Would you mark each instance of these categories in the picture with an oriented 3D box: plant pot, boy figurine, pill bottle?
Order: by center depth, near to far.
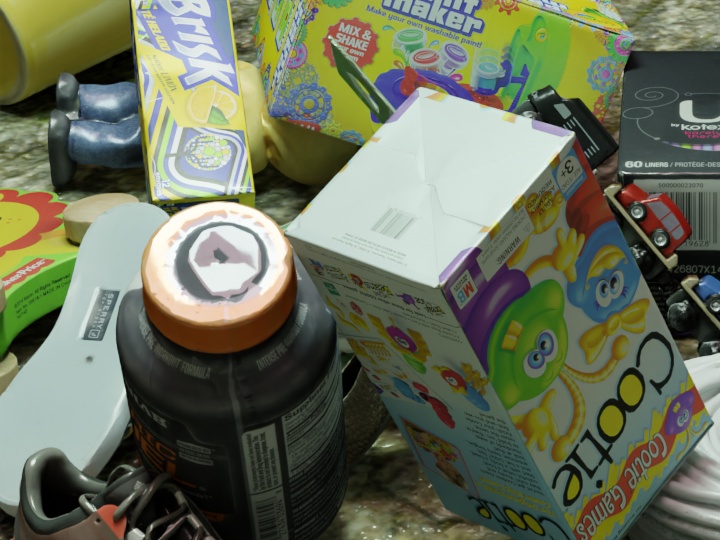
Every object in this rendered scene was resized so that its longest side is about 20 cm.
[{"bbox_3d":[-0.062,0.051,1.401,0.106,0.200,0.106,-1,55,2],"label":"pill bottle"},{"bbox_3d":[-0.100,-0.095,1.886,0.200,0.065,0.124,1,43,2],"label":"boy figurine"},{"bbox_3d":[-0.216,-0.218,2.037,0.201,0.201,0.189,18,48,36],"label":"plant pot"}]

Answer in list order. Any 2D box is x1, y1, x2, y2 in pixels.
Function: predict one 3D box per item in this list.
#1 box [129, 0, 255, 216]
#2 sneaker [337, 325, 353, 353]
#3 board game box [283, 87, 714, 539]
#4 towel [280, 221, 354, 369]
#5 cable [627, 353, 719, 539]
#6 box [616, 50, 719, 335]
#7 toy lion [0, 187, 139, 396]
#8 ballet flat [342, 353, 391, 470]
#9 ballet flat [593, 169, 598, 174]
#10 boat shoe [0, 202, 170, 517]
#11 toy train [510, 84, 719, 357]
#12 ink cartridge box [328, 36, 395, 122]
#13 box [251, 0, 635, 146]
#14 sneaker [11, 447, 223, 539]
[{"bbox_3d":[-0.106,-0.100,1.806,0.064,0.070,0.200,-5,52,-6],"label":"box"},{"bbox_3d":[0.000,0.000,1.579,0.200,0.082,0.075,7,42,36],"label":"sneaker"},{"bbox_3d":[0.069,0.028,1.361,0.105,0.200,0.103,20,60,44],"label":"board game box"},{"bbox_3d":[-0.006,0.014,1.671,0.152,0.023,0.200,-21,29,-2],"label":"towel"},{"bbox_3d":[0.227,0.103,1.453,0.200,0.069,0.200,-16,29,-24],"label":"cable"},{"bbox_3d":[0.214,-0.050,1.732,0.122,0.106,0.200,1,25,6],"label":"box"},{"bbox_3d":[-0.235,0.002,1.714,0.191,0.069,0.200,7,26,34],"label":"toy lion"},{"bbox_3d":[0.012,0.029,1.480,0.046,0.200,0.067,21,43,-8],"label":"ballet flat"},{"bbox_3d":[0.107,-0.016,1.702,0.072,0.072,0.200,5,45,14],"label":"ballet flat"},{"bbox_3d":[-0.135,0.066,1.562,0.071,0.091,0.200,8,54,21],"label":"boat shoe"},{"bbox_3d":[0.159,-0.022,1.617,0.046,0.200,0.034,-39,-1,7],"label":"toy train"},{"bbox_3d":[0.065,-0.052,1.550,0.048,0.200,0.146,-38,-3,-1],"label":"ink cartridge box"},{"bbox_3d":[0.048,-0.151,1.848,0.200,0.122,0.193,18,18,-11],"label":"box"},{"bbox_3d":[-0.099,0.139,1.380,0.200,0.082,0.077,18,32,36],"label":"sneaker"}]
